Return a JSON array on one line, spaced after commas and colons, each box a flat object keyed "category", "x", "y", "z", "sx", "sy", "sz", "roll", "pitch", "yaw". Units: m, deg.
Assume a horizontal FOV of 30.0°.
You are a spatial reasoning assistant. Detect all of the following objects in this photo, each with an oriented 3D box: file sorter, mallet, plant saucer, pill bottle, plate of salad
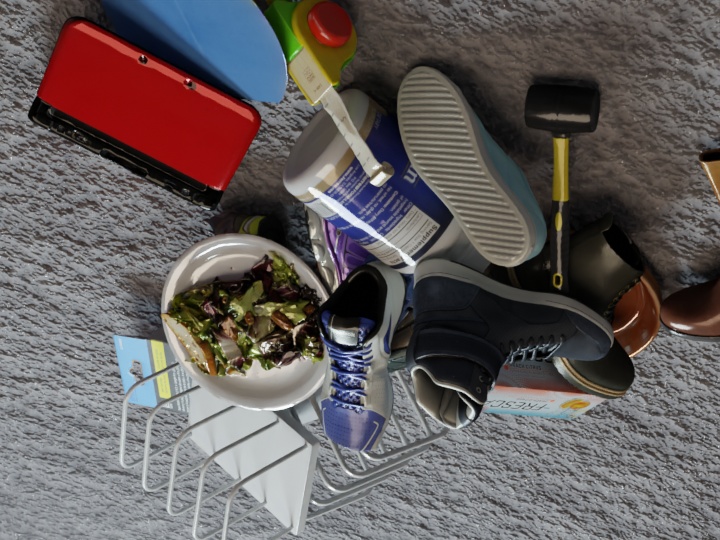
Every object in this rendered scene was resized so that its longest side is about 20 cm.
[{"category": "file sorter", "x": -0.163, "y": 0.206, "z": 1.489, "sx": 0.200, "sy": 0.124, "sz": 0.140, "roll": 37, "pitch": 132, "yaw": 32}, {"category": "mallet", "x": 0.190, "y": -0.071, "z": 1.210, "sx": 0.065, "sy": 0.041, "sz": 0.202, "roll": -1, "pitch": 114, "yaw": 22}, {"category": "plant saucer", "x": 0.211, "y": 0.027, "z": 1.378, "sx": 0.198, "sy": 0.033, "sz": 0.201, "roll": 12, "pitch": 141, "yaw": 10}, {"category": "file sorter", "x": -0.010, "y": 0.180, "z": 1.523, "sx": 0.200, "sy": 0.138, "sz": 0.125, "roll": -46, "pitch": 66, "yaw": 49}, {"category": "pill bottle", "x": 0.035, "y": -0.069, "z": 1.267, "sx": 0.199, "sy": 0.116, "sz": 0.115, "roll": 36, "pitch": 139, "yaw": -22}, {"category": "plate of salad", "x": -0.120, "y": 0.059, "z": 1.392, "sx": 0.198, "sy": 0.048, "sz": 0.202, "roll": 7, "pitch": 112, "yaw": 16}]

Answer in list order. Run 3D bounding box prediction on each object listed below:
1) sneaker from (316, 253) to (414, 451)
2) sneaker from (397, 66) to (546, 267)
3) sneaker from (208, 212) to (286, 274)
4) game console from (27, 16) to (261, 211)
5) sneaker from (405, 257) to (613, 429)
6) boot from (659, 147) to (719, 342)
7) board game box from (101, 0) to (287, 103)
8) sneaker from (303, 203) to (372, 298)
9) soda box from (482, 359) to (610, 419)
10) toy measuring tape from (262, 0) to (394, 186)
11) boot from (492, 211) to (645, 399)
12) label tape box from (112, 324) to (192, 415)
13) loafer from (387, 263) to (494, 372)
[{"category": "sneaker", "x": -0.009, "y": 0.076, "z": 1.308, "sx": 0.080, "sy": 0.201, "sz": 0.115, "roll": 15, "pitch": -172, "yaw": 20}, {"category": "sneaker", "x": 0.102, "y": -0.093, "z": 1.214, "sx": 0.074, "sy": 0.082, "sz": 0.201, "roll": -31, "pitch": 80, "yaw": 25}, {"category": "sneaker", "x": -0.130, "y": 0.025, "z": 1.460, "sx": 0.080, "sy": 0.074, "sz": 0.202, "roll": 22, "pitch": 117, "yaw": 32}, {"category": "game console", "x": -0.204, "y": -0.156, "z": 1.297, "sx": 0.199, "sy": 0.172, "sz": 0.119, "roll": 27, "pitch": 100, "yaw": -10}, {"category": "sneaker", "x": 0.135, "y": 0.085, "z": 1.224, "sx": 0.200, "sy": 0.147, "sz": 0.077, "roll": 16, "pitch": 144, "yaw": -10}, {"category": "boot", "x": 0.344, "y": -0.025, "z": 1.231, "sx": 0.187, "sy": 0.069, "sz": 0.201, "roll": -6, "pitch": 135, "yaw": 29}, {"category": "board game box", "x": -0.142, "y": -0.227, "z": 1.196, "sx": 0.199, "sy": 0.039, "sz": 0.159, "roll": 11, "pitch": 143, "yaw": 35}, {"category": "sneaker", "x": 0.000, "y": 0.000, "z": 1.390, "sx": 0.083, "sy": 0.081, "sz": 0.201, "roll": -12, "pitch": 130, "yaw": 4}, {"category": "soda box", "x": 0.155, "y": 0.104, "z": 1.356, "sx": 0.198, "sy": 0.064, "sz": 0.068, "roll": 9, "pitch": 149, "yaw": -32}, {"category": "toy measuring tape", "x": -0.017, "y": -0.170, "z": 1.174, "sx": 0.201, "sy": 0.073, "sz": 0.073, "roll": 56, "pitch": 137, "yaw": 3}, {"category": "boot", "x": 0.240, "y": 0.040, "z": 1.301, "sx": 0.138, "sy": 0.078, "sz": 0.200, "roll": -27, "pitch": 124, "yaw": 37}, {"category": "label tape box", "x": -0.188, "y": 0.118, "z": 1.626, "sx": 0.198, "sy": 0.064, "sz": 0.145, "roll": 13, "pitch": 140, "yaw": 9}, {"category": "loafer", "x": 0.068, "y": 0.054, "z": 1.378, "sx": 0.199, "sy": 0.063, "sz": 0.072, "roll": -23, "pitch": 164, "yaw": 26}]
